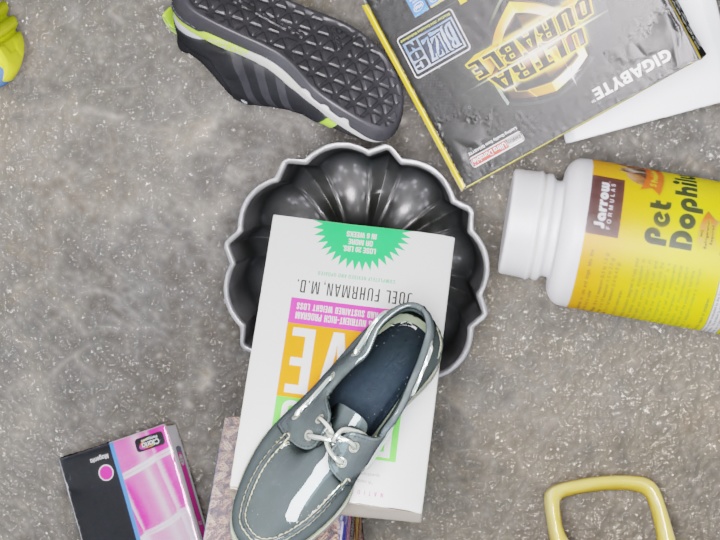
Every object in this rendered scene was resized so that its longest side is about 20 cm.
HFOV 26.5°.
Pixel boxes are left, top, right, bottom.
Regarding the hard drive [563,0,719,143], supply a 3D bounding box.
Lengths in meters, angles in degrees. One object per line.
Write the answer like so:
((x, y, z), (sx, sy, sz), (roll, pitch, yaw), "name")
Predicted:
((0.190, -0.209, 1.126), (0.131, 0.026, 0.202), (-14, 99, 8), "hard drive")

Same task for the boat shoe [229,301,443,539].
((-0.016, 0.099, 0.992), (0.073, 0.062, 0.200), (36, 69, 13), "boat shoe")

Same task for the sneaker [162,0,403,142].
((-0.057, -0.153, 1.141), (0.199, 0.083, 0.072), (34, 59, 5), "sneaker")

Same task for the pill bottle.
((0.204, -0.019, 1.117), (0.198, 0.109, 0.110), (10, 101, 3), "pill bottle")

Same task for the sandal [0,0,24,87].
((-0.338, -0.207, 1.155), (0.200, 0.079, 0.087), (45, 105, 5), "sandal")

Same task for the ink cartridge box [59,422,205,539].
((-0.165, 0.230, 1.211), (0.094, 0.037, 0.202), (-19, 85, 8), "ink cartridge box")

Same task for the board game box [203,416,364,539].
((-0.051, 0.234, 1.122), (0.096, 0.160, 0.201), (-1, 130, 5), "board game box")

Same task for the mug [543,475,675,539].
((0.203, 0.265, 1.155), (0.151, 0.150, 0.189), (-5, 106, -2), "mug")

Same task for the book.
((-0.010, 0.067, 1.064), (0.132, 0.048, 0.202), (6, 67, 3), "book")

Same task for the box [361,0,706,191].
((0.123, -0.175, 1.104), (0.199, 0.049, 0.161), (-28, 91, 22), "box")

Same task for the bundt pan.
((0.000, 0.000, 1.156), (0.200, 0.076, 0.204), (1, 100, 6), "bundt pan")
